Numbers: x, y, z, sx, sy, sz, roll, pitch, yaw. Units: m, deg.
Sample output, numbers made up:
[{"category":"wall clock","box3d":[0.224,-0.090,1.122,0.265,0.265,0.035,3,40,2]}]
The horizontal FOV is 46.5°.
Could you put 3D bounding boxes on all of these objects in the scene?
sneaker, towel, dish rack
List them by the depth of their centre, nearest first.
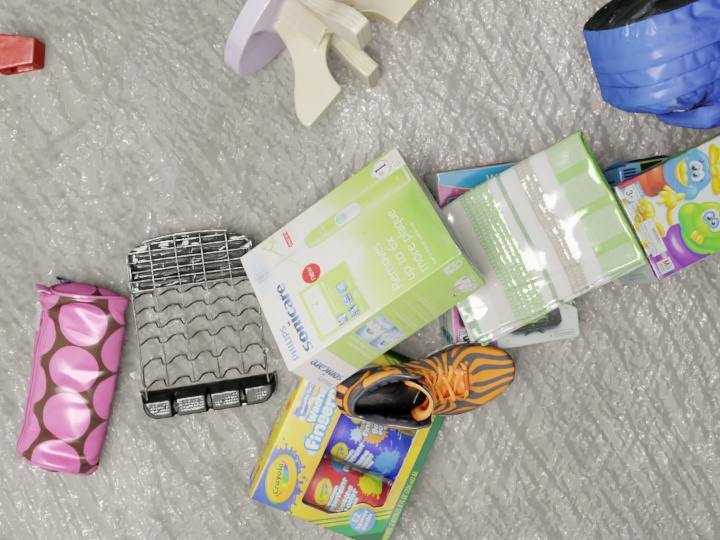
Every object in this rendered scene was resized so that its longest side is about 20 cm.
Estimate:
[{"category":"towel","box3d":[0.165,-0.028,0.841,0.199,0.031,0.150,-30,86,29]},{"category":"sneaker","box3d":[0.076,0.124,0.846,0.198,0.112,0.079,-12,93,-11]},{"category":"dish rack","box3d":[-0.174,0.058,0.905,0.151,0.055,0.203,-8,96,-9]}]

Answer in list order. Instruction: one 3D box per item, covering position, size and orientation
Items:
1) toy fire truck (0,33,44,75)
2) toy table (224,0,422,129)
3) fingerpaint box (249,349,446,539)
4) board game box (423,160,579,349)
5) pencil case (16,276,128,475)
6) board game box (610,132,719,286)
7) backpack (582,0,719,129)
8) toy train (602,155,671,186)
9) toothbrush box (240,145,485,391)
[{"category":"toy fire truck","box3d":[-0.422,-0.271,0.832,0.197,0.049,0.143,0,97,-8]},{"category":"toy table","box3d":[-0.031,-0.250,0.836,0.117,0.184,0.201,40,102,5]},{"category":"fingerpaint box","box3d":[-0.010,0.181,0.931,0.165,0.073,0.202,25,92,-10]},{"category":"board game box","box3d":[0.157,-0.018,0.938,0.146,0.064,0.203,-8,96,-7]},{"category":"pencil case","box3d":[-0.305,0.113,0.876,0.093,0.090,0.203,6,96,-39]},{"category":"board game box","box3d":[0.350,-0.075,0.857,0.198,0.105,0.104,-26,88,-4]},{"category":"backpack","box3d":[0.353,-0.235,0.891,0.198,0.163,0.170,-20,102,-6]},{"category":"toy train","box3d":[0.367,-0.078,0.952,0.197,0.087,0.116,-10,92,-7]},{"category":"toothbrush box","box3d":[0.000,0.000,0.838,0.199,0.086,0.146,-35,58,11]}]
